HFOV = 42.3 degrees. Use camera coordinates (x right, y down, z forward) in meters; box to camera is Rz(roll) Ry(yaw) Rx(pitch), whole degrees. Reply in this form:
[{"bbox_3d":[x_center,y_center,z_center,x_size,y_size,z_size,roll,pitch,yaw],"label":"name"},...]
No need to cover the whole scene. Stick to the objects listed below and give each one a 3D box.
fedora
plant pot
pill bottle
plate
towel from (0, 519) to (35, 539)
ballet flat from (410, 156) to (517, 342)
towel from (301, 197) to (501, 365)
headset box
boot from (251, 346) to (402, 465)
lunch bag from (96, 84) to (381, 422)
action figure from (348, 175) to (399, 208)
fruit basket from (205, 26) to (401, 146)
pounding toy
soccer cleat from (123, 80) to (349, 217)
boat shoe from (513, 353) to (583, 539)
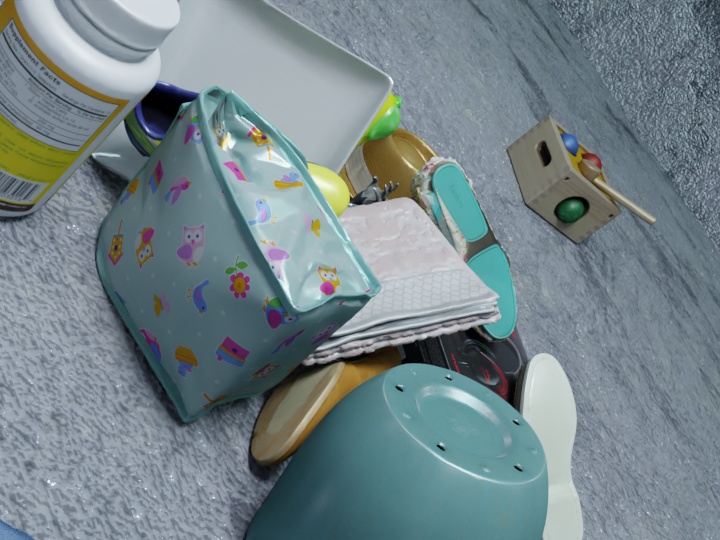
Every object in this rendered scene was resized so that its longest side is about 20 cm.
[{"bbox_3d":[0.055,-0.114,1.163,0.200,0.082,0.201,36,32,-28],"label":"fedora"},{"bbox_3d":[0.039,0.165,0.661,0.200,0.161,0.201,22,22,-10],"label":"plant pot"},{"bbox_3d":[-0.217,-0.135,0.653,0.109,0.200,0.109,37,31,-27],"label":"pill bottle"},{"bbox_3d":[-0.104,-0.133,0.821,0.199,0.200,0.032,31,-3,-2],"label":"plate"},{"bbox_3d":[-0.230,0.189,0.420,0.112,0.048,0.200,42,30,-19],"label":"towel"},{"bbox_3d":[0.106,-0.022,0.962,0.075,0.064,0.201,-23,98,-24],"label":"ballet flat"},{"bbox_3d":[0.000,0.000,0.843,0.199,0.032,0.191,-11,38,-25],"label":"towel"},{"bbox_3d":[0.111,0.090,1.009,0.200,0.075,0.149,16,50,-49],"label":"headset box"},{"bbox_3d":[-0.004,0.136,0.806,0.144,0.071,0.201,58,38,-20],"label":"boot"},{"bbox_3d":[-0.107,-0.016,0.710,0.122,0.170,0.200,-11,64,-51],"label":"lunch bag"},{"bbox_3d":[0.009,-0.042,0.995,0.200,0.102,0.119,26,41,-44],"label":"action figure"},{"bbox_3d":[-0.071,-0.157,0.945,0.215,0.156,0.216,23,37,-19],"label":"fruit basket"},{"bbox_3d":[0.390,-0.152,1.651,0.184,0.142,0.200,31,34,-33],"label":"pounding toy"},{"bbox_3d":[-0.102,-0.094,0.758,0.200,0.084,0.065,24,65,-1],"label":"soccer cleat"},{"bbox_3d":[0.180,0.188,0.950,0.072,0.060,0.202,2,79,-28],"label":"boat shoe"}]
